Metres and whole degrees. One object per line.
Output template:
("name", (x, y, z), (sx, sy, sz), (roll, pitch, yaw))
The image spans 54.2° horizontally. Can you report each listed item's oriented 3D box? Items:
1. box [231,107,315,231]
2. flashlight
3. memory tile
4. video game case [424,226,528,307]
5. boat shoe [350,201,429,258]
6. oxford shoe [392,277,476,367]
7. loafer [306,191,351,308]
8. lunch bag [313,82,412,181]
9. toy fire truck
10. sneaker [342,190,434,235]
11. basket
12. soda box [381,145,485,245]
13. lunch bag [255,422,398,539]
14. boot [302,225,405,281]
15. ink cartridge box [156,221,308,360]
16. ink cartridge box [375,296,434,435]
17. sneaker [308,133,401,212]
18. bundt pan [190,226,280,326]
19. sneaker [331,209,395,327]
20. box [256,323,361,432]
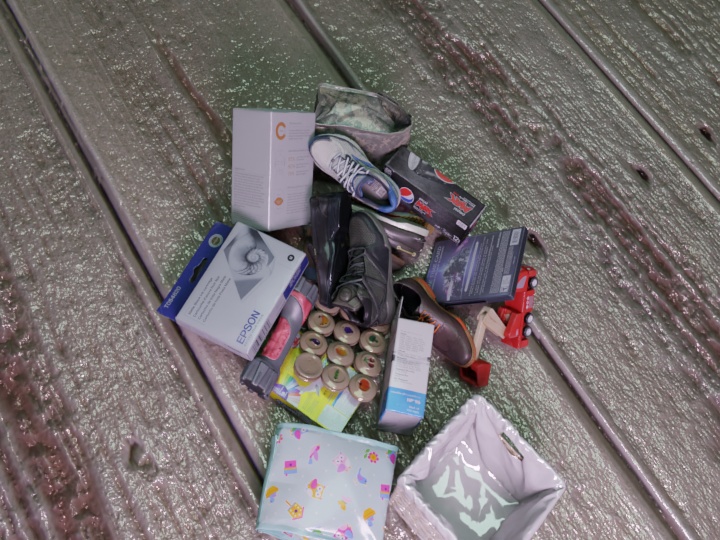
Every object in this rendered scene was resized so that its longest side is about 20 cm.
("box", (-0.157, -0.184, 1.265), (0.096, 0.206, 0.123), (13, 16, 32))
("flashlight", (-0.137, 0.105, 1.173), (0.066, 0.068, 0.203), (23, 62, 10))
("memory tile", (-0.028, 0.126, 1.219), (0.150, 0.017, 0.203), (21, 45, -5))
("video game case", (0.203, -0.003, 1.281), (0.019, 0.197, 0.146), (40, 56, -35))
("boat shoe", (0.027, -0.079, 1.297), (0.196, 0.072, 0.062), (18, 101, -6))
("oxford shoe", (0.124, 0.093, 1.243), (0.072, 0.072, 0.200), (5, 37, -53))
("loafer", (-0.060, -0.036, 1.246), (0.071, 0.072, 0.206), (4, 88, 24))
("lunch bag", (0.000, -0.258, 1.370), (0.194, 0.165, 0.120), (9, 59, -4))
("toy fire truck", (0.245, 0.094, 1.252), (0.138, 0.206, 0.048), (-8, 18, -37))
("sneaker", (0.052, -0.128, 1.374), (0.195, 0.076, 0.092), (16, 50, -5))
("basket", (0.174, 0.345, 1.101), (0.199, 0.162, 0.198), (-40, 75, -23))
("soda box", (0.132, -0.141, 1.319), (0.198, 0.064, 0.071), (37, 56, 10))
("lunch bag", (-0.056, 0.339, 1.091), (0.195, 0.122, 0.174), (16, 63, -7))
("boot", (-0.018, -0.007, 1.312), (0.195, 0.075, 0.099), (18, 85, -8))
("ink cartridge box", (-0.215, 0.020, 1.170), (0.196, 0.041, 0.202), (22, 67, 16))
("ink cartridge box", (0.078, 0.162, 1.201), (0.066, 0.117, 0.204), (11, 63, -3))
("sneaker", (-0.006, -0.173, 1.254), (0.198, 0.078, 0.086), (33, 17, -11))
("bundt pan", (-0.211, 0.007, 1.256), (0.196, 0.076, 0.207), (3, 63, -6))
("sneaker", (0.000, 0.000, 1.208), (0.113, 0.075, 0.205), (-13, 99, -53))
("box", (-0.091, 0.187, 1.202), (0.198, 0.049, 0.118), (35, 64, 7))
